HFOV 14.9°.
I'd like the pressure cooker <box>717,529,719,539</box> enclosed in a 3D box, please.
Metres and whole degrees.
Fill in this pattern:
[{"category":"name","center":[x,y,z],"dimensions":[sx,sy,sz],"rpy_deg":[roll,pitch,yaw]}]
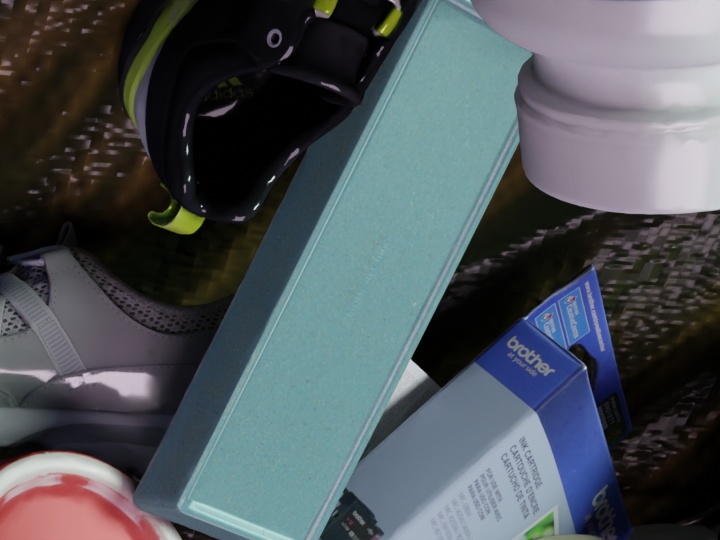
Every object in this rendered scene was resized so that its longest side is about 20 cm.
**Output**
[{"category":"pressure cooker","center":[0.225,0.102,1.011],"dimensions":[0.178,0.200,0.176],"rpy_deg":[-18,128,-39]}]

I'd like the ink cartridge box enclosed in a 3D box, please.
[{"category":"ink cartridge box","center":[0.032,0.100,0.988],"dimensions":[0.200,0.042,0.119],"rpy_deg":[-43,145,-17]}]

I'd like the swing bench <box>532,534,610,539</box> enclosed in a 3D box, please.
[{"category":"swing bench","center":[0.133,0.203,0.959],"dimensions":[0.130,0.199,0.200],"rpy_deg":[-35,131,-23]}]

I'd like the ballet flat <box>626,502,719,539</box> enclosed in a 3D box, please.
[{"category":"ballet flat","center":[0.084,0.142,1.073],"dimensions":[0.200,0.069,0.071],"rpy_deg":[-26,125,-27]}]

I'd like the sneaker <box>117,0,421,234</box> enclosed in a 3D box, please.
[{"category":"sneaker","center":[0.000,-0.085,0.830],"dimensions":[0.072,0.083,0.200],"rpy_deg":[20,127,-32]}]

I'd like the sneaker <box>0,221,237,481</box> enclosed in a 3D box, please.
[{"category":"sneaker","center":[-0.118,0.022,0.931],"dimensions":[0.200,0.082,0.075],"rpy_deg":[10,173,-9]}]

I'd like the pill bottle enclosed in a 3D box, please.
[{"category":"pill bottle","center":[0.081,-0.122,0.749],"dimensions":[0.111,0.111,0.200],"rpy_deg":[-8,114,-8]}]

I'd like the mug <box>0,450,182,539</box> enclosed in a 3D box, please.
[{"category":"mug","center":[-0.140,0.135,0.939],"dimensions":[0.177,0.134,0.200],"rpy_deg":[9,158,-43]}]

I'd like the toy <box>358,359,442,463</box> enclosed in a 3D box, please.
[{"category":"toy","center":[0.006,0.099,1.037],"dimensions":[0.115,0.047,0.200],"rpy_deg":[-46,148,0]}]

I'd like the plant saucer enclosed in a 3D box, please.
[{"category":"plant saucer","center":[0.000,0.000,0.893],"dimensions":[0.070,0.019,0.200],"rpy_deg":[26,91,-35]}]
